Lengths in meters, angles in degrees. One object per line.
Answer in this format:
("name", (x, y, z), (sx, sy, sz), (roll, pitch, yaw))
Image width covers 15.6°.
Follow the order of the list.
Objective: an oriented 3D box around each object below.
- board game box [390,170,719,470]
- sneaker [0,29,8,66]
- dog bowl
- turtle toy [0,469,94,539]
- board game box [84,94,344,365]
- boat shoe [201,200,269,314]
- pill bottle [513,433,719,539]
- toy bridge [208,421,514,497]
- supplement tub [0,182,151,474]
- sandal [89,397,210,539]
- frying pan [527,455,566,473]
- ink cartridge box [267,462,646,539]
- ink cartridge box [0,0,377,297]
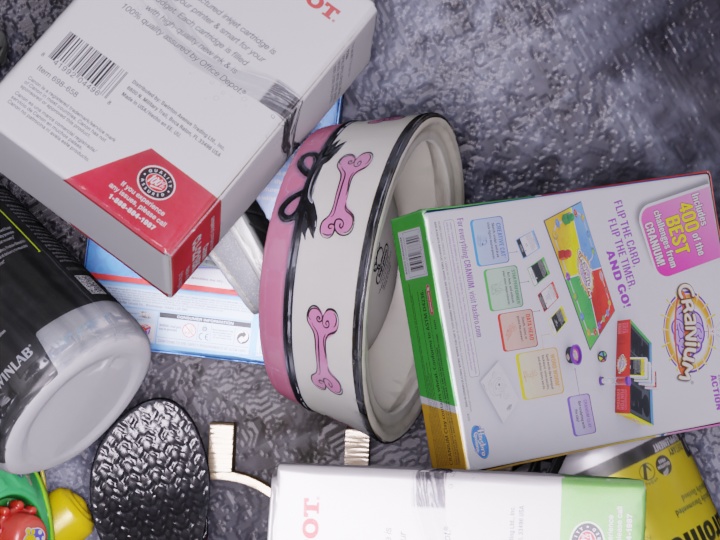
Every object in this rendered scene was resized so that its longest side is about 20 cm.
("board game box", (0.124, 0.030, 1.520), (0.200, 0.040, 0.153), (-8, 87, -28))
("sneaker", (-0.311, -0.098, 1.645), (0.200, 0.075, 0.079), (-40, 83, -1))
("dog bowl", (0.000, 0.000, 1.577), (0.074, 0.200, 0.200), (9, 88, 17))
("turtle toy", (-0.240, 0.177, 1.619), (0.146, 0.101, 0.200), (-38, 87, 0))
("board game box", (-0.093, -0.044, 1.654), (0.151, 0.037, 0.200), (7, 89, 3))
("boat shoe", (-0.113, -0.050, 1.604), (0.065, 0.074, 0.202), (-39, 83, 7))
("pill bottle", (0.178, 0.193, 1.599), (0.111, 0.111, 0.200), (-24, 88, 1))
("toy bridge", (-0.003, 0.132, 1.649), (0.200, 0.027, 0.067), (2, 89, 2))
("supplement tub", (-0.233, 0.019, 1.599), (0.123, 0.123, 0.200), (-45, 69, 0))
("sandal", (-0.126, 0.173, 1.641), (0.075, 0.045, 0.200), (-7, 107, -3))
("frying pan", (0.125, 0.057, 1.594), (0.190, 0.115, 0.031), (-37, 130, -27))
("ink cartridge box", (0.047, 0.179, 1.410), (0.200, 0.084, 0.146), (3, 87, -2))
("ink cartridge box", (-0.105, -0.110, 1.537), (0.144, 0.084, 0.200), (36, 73, 9))
